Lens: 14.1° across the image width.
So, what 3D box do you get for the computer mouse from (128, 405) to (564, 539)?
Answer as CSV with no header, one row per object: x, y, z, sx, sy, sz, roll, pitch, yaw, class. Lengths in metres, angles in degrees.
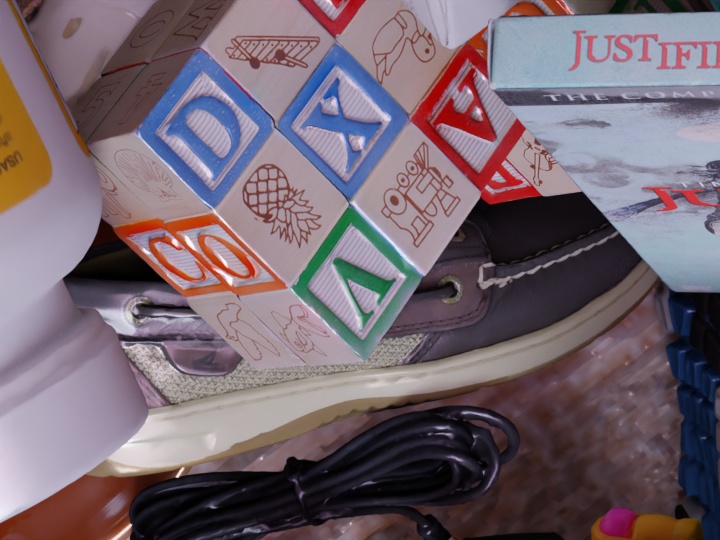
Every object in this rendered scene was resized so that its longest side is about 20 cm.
0.015,0.118,0.886,0.140,0.046,0.200,-14,140,23,computer mouse

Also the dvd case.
0.125,-0.025,0.714,0.146,0.200,0.022,1,75,18,dvd case

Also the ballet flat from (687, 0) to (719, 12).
0.171,-0.091,0.688,0.199,0.068,0.068,0,111,2,ballet flat

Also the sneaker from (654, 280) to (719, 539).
0.141,0.034,0.894,0.086,0.075,0.200,-14,121,-10,sneaker

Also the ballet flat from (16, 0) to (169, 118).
-0.087,-0.035,0.793,0.068,0.067,0.200,41,100,-21,ballet flat

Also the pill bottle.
-0.130,-0.035,0.694,0.113,0.113,0.200,-26,100,2,pill bottle

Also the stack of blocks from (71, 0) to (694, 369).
0.021,-0.068,0.779,0.115,0.059,0.200,45,65,-21,stack of blocks

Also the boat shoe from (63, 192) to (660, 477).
-0.001,0.000,0.829,0.200,0.072,0.066,-18,121,-20,boat shoe

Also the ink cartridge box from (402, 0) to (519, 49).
0.029,-0.181,0.732,0.176,0.200,0.045,-37,157,-5,ink cartridge box

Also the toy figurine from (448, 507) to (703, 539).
0.027,0.133,0.796,0.184,0.150,0.200,3,124,17,toy figurine

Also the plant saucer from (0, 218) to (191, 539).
-0.135,0.007,0.855,0.200,0.032,0.201,-3,111,-8,plant saucer
